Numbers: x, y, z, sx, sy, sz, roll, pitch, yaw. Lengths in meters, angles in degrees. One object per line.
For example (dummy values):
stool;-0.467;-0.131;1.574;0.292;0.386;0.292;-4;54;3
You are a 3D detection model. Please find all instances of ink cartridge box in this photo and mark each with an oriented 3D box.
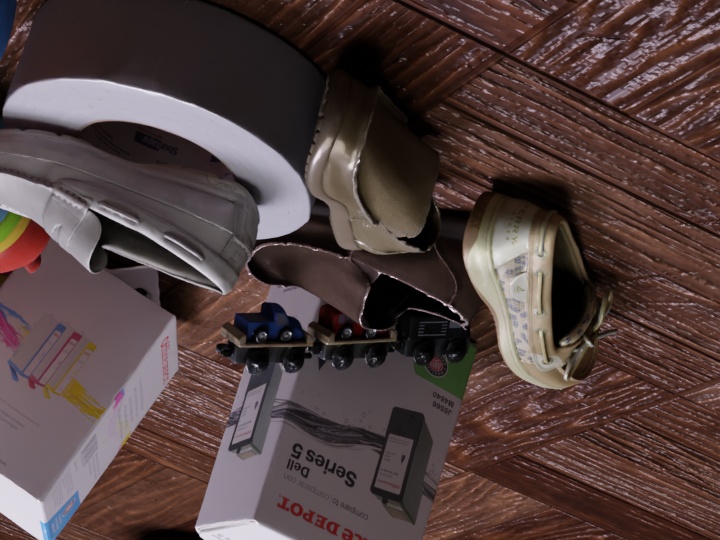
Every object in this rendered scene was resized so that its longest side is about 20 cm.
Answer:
ink cartridge box;-0.016;0.120;1.684;0.145;0.201;0.084;29;155;-29
ink cartridge box;-0.230;0.079;1.778;0.125;0.201;0.129;32;160;8

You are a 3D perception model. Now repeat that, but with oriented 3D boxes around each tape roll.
tape roll;-0.115;-0.093;1.434;0.199;0.067;0.201;15;159;6

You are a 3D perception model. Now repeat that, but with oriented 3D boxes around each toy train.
toy train;-0.009;0.043;1.622;0.199;0.046;0.034;-2;-161;-31

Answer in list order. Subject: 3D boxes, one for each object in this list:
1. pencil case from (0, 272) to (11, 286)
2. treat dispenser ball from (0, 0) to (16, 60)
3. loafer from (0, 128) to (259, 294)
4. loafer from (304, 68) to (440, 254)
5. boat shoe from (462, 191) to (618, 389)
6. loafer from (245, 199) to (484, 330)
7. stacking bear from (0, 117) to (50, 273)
pencil case;-0.358;0.038;1.903;0.199;0.089;0.088;-2;152;36
treat dispenser ball;-0.279;-0.153;1.225;0.199;0.202;0.201;14;158;6
loafer;-0.161;-0.035;1.420;0.198;0.070;0.070;13;158;11
loafer;0.013;-0.063;1.410;0.067;0.077;0.200;10;166;11
boat shoe;0.123;0.021;1.519;0.062;0.074;0.200;8;156;27
loafer;0.000;0.000;1.561;0.199;0.071;0.073;2;154;33
stacking bear;-0.271;-0.052;1.593;0.113;0.122;0.200;-30;161;5
